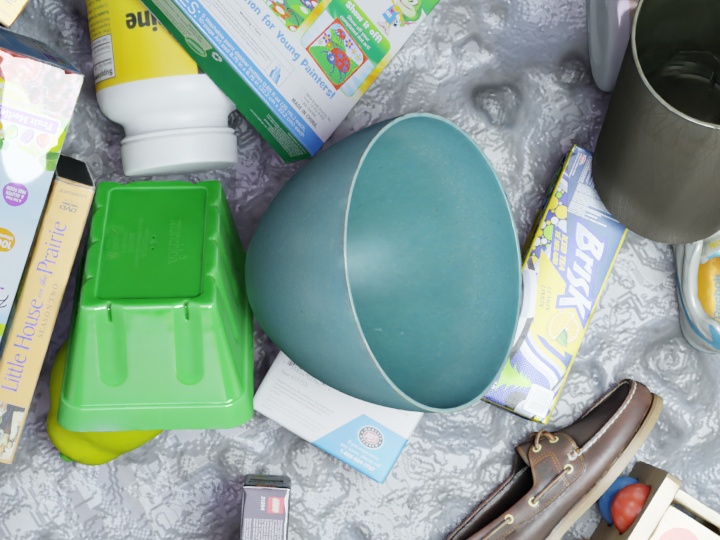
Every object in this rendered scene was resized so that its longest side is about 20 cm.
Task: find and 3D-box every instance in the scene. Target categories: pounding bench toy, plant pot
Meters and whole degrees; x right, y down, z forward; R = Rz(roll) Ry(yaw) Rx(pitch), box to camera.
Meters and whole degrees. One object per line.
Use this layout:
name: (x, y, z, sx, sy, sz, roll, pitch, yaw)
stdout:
pounding bench toy: (0.211, 0.259, 1.369, 0.156, 0.124, 0.200, 32, 87, 0)
plant pot: (0.000, 0.000, 1.287, 0.135, 0.200, 0.200, -6, 88, 38)

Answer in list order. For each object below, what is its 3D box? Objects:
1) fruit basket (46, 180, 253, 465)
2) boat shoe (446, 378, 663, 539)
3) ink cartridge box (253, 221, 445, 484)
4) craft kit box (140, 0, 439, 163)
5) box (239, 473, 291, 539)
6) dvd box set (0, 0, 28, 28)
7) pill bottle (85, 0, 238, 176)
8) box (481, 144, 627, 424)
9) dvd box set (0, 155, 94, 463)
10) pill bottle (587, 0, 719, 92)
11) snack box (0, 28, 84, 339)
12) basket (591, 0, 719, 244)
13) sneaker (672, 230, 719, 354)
fruit basket: (-0.153, 0.060, 1.351, 0.155, 0.216, 0.216, -1, 88, -2)
boat shoe: (0.142, 0.155, 1.396, 0.070, 0.070, 0.200, 39, 87, -4)
ink cartridge box: (0.017, 0.043, 1.397, 0.116, 0.068, 0.200, 31, 88, 1)
craft kit box: (-0.052, -0.216, 1.349, 0.200, 0.048, 0.198, 48, 64, -20)
box: (-0.073, 0.252, 1.367, 0.035, 0.110, 0.200, 3, 87, -2)
dvd box set: (-0.223, -0.269, 1.364, 0.029, 0.146, 0.200, 35, 86, -23)
pill bottle: (-0.142, -0.173, 1.377, 0.112, 0.112, 0.200, -7, 89, -2)
box: (0.145, 0.012, 1.402, 0.064, 0.070, 0.200, 24, 87, 0)
dvd box set: (-0.233, 0.022, 1.332, 0.029, 0.146, 0.200, 16, 98, -13)
pill bottle: (0.274, -0.189, 1.393, 0.200, 0.111, 0.111, -2, 88, -2)
snack box: (-0.259, -0.060, 1.278, 0.068, 0.169, 0.200, 17, 98, -21)
basket: (0.235, -0.111, 1.282, 0.180, 0.200, 0.136, -37, 74, -24)
sneaker: (0.266, -0.039, 1.403, 0.076, 0.081, 0.200, -10, 86, -1)
